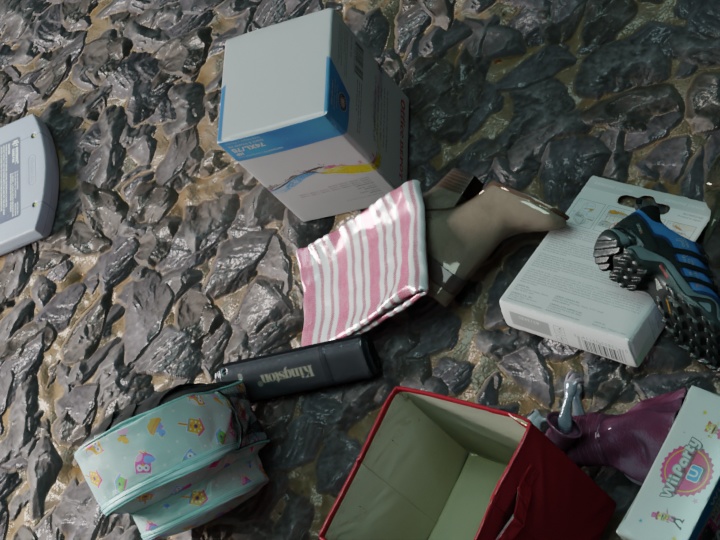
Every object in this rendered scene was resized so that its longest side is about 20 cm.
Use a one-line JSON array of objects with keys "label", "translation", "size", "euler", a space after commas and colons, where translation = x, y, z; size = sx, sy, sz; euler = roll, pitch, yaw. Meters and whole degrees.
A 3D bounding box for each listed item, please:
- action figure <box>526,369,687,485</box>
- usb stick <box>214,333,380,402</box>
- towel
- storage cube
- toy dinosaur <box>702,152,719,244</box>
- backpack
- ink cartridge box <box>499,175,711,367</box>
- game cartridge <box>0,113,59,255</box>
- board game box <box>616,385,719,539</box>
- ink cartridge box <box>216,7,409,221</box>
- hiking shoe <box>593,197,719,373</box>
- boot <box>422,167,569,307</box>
[{"label": "action figure", "translation": [0.239, 0.170, 1.525], "size": [0.200, 0.134, 0.149], "euler": [-11, 83, 23]}, {"label": "usb stick", "translation": [-0.071, 0.113, 1.749], "size": [0.200, 0.056, 0.033], "euler": [-13, 20, 24]}, {"label": "towel", "translation": [0.000, 0.000, 1.745], "size": [0.200, 0.030, 0.147], "euler": [-32, 50, 38]}, {"label": "storage cube", "translation": [0.104, 0.237, 1.477], "size": [0.200, 0.180, 0.171], "euler": [9, 65, 45]}, {"label": "toy dinosaur", "translation": [0.402, -0.105, 1.602], "size": [0.102, 0.077, 0.200], "euler": [22, 81, 49]}, {"label": "backpack", "translation": [-0.203, 0.205, 1.677], "size": [0.176, 0.200, 0.153], "euler": [-26, 76, 15]}, {"label": "ink cartridge box", "translation": [0.266, -0.003, 1.639], "size": [0.161, 0.050, 0.200], "euler": [18, 55, 36]}, {"label": "game cartridge", "translation": [-0.474, -0.113, 2.116], "size": [0.133, 0.042, 0.200], "euler": [-18, 56, 15]}, {"label": "board game box", "translation": [0.314, 0.211, 1.379], "size": [0.064, 0.200, 0.148], "euler": [21, 76, 36]}, {"label": "ink cartridge box", "translation": [-0.050, -0.175, 1.803], "size": [0.146, 0.200, 0.147], "euler": [-12, 58, 25]}, {"label": "hiking shoe", "translation": [0.328, 0.014, 1.534], "size": [0.200, 0.074, 0.087], "euler": [46, 63, 7]}, {"label": "boot", "translation": [0.121, -0.028, 1.702], "size": [0.200, 0.070, 0.146], "euler": [24, 83, 48]}]
